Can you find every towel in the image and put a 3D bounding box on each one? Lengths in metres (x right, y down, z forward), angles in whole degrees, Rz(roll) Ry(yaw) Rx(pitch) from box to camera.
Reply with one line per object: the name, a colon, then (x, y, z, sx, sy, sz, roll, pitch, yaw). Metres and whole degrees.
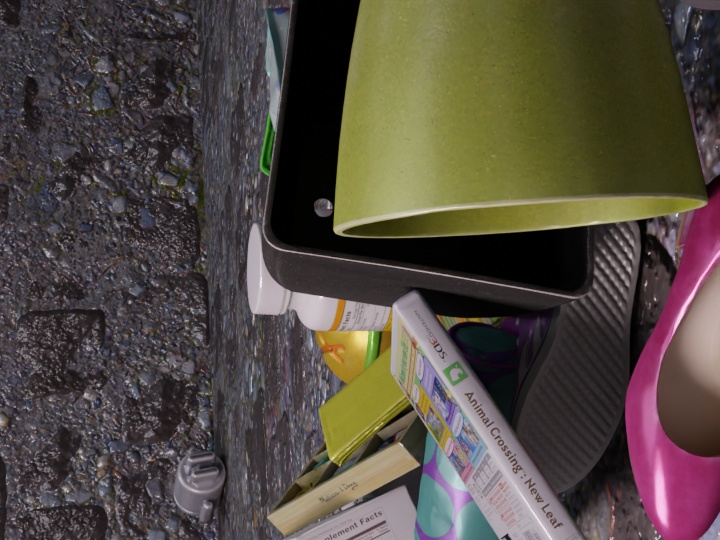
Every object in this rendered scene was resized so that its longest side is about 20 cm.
towel: (0.044, 0.083, 1.029, 0.200, 0.018, 0.086, -42, 24, 12)

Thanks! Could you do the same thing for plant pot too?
plant pot: (0.072, -0.125, 0.603, 0.187, 0.186, 0.201, 167, 99, -76)
plant pot: (0.031, -0.067, 0.793, 0.177, 0.198, 0.201, 127, 150, -69)

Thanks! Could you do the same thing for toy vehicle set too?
toy vehicle set: (0.009, 0.158, 1.058, 0.200, 0.027, 0.124, -37, 8, 42)

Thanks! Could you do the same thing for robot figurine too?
robot figurine: (-0.374, 0.494, 2.751, 0.200, 0.112, 0.170, 108, 152, -50)

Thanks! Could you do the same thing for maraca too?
maraca: (0.007, 0.031, 1.250, 0.137, 0.106, 0.201, -118, 32, -66)

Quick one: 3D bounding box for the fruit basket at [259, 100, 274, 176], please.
fruit basket: (-0.036, -0.163, 1.401, 0.216, 0.155, 0.217, -166, 90, -89)

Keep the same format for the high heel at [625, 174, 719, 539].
high heel: (0.187, 0.046, 0.609, 0.096, 0.067, 0.201, 160, 124, -86)

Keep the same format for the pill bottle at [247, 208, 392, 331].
pill bottle: (0.000, 0.000, 1.088, 0.111, 0.199, 0.112, -179, 90, -76)

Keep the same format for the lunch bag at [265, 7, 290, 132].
lunch bag: (-0.006, -0.170, 1.190, 0.122, 0.169, 0.201, 96, 167, -51)

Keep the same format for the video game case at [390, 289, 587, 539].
video game case: (0.077, 0.116, 0.786, 0.182, 0.022, 0.200, 56, 172, 14)

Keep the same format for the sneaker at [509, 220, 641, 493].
sneaker: (0.134, 0.045, 0.816, 0.114, 0.072, 0.202, -150, 73, -72)

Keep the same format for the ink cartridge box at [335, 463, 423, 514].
ink cartridge box: (0.028, 0.267, 1.192, 0.145, 0.084, 0.201, -167, 80, -75)

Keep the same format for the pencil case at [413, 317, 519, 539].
pencil case: (0.094, 0.144, 0.937, 0.092, 0.085, 0.201, -24, -54, -55)

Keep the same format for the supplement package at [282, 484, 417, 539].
supplement package: (0.021, 0.304, 1.031, 0.201, 0.109, 0.114, 65, 161, 9)

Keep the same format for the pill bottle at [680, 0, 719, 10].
pill bottle: (0.176, -0.236, 0.590, 0.104, 0.104, 0.201, 126, 143, -67)
